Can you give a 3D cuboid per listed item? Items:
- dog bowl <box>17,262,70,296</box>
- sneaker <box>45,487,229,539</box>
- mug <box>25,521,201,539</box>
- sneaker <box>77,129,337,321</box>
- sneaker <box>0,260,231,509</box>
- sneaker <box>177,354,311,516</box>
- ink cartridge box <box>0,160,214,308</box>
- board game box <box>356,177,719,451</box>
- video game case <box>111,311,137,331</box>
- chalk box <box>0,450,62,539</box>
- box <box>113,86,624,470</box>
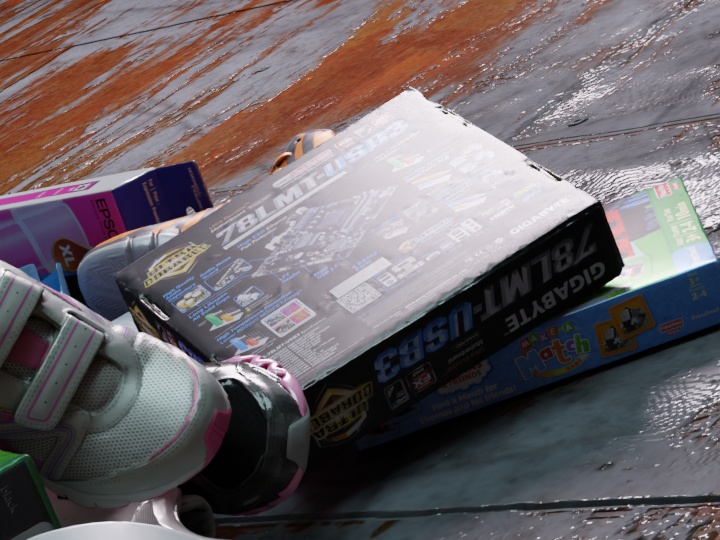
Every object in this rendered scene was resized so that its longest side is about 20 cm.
[{"bbox_3d":[-0.218,0.045,1.670,0.111,0.050,0.200,-31,-1,3],"label":"dog bowl"},{"bbox_3d":[-0.114,0.131,1.325,0.088,0.074,0.200,-28,27,-26],"label":"sneaker"},{"bbox_3d":[-0.082,0.203,0.992,0.148,0.188,0.153,8,18,-17],"label":"mug"},{"bbox_3d":[-0.064,-0.022,1.702,0.199,0.078,0.112,-5,36,13],"label":"sneaker"},{"bbox_3d":[-0.154,0.044,1.282,0.199,0.088,0.082,14,68,20],"label":"sneaker"},{"bbox_3d":[-0.111,0.072,1.350,0.199,0.080,0.095,5,1,42],"label":"sneaker"},{"bbox_3d":[-0.168,-0.007,1.782,0.199,0.095,0.037,-10,19,35],"label":"ink cartridge box"},{"bbox_3d":[0.086,0.020,1.482,0.199,0.037,0.151,-21,17,5],"label":"board game box"},{"bbox_3d":[-0.129,0.079,1.546,0.181,0.046,0.200,-29,18,-25],"label":"video game case"},{"bbox_3d":[-0.193,0.154,1.245,0.124,0.125,0.200,-29,17,-26],"label":"chalk box"},{"bbox_3d":[0.000,0.000,1.460,0.199,0.050,0.198,-32,30,-15],"label":"box"}]
